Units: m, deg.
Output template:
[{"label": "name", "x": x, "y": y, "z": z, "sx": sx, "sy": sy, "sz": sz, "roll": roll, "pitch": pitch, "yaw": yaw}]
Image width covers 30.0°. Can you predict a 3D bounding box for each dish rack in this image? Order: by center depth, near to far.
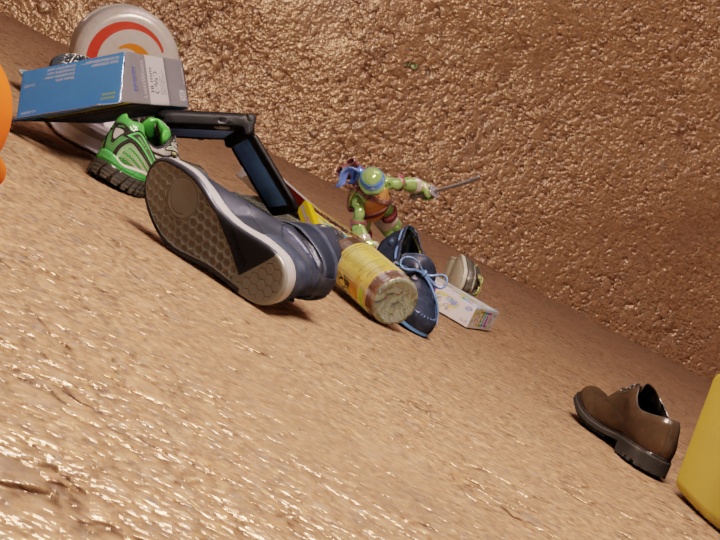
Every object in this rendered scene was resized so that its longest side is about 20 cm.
[{"label": "dish rack", "x": -0.331, "y": -0.180, "z": 1.770, "sx": 0.170, "sy": 0.044, "sz": 0.200, "roll": 25, "pitch": 6, "yaw": -29}]

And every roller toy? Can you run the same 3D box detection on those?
[{"label": "roller toy", "x": -0.407, "y": -0.363, "z": 2.313, "sx": 0.198, "sy": 0.184, "sz": 0.140, "roll": 25, "pitch": 5, "yaw": -21}]

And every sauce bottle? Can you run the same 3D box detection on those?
[{"label": "sauce bottle", "x": 0.000, "y": 0.000, "z": 1.608, "sx": 0.064, "sy": 0.065, "sz": 0.200, "roll": 24, "pitch": 9, "yaw": -31}]

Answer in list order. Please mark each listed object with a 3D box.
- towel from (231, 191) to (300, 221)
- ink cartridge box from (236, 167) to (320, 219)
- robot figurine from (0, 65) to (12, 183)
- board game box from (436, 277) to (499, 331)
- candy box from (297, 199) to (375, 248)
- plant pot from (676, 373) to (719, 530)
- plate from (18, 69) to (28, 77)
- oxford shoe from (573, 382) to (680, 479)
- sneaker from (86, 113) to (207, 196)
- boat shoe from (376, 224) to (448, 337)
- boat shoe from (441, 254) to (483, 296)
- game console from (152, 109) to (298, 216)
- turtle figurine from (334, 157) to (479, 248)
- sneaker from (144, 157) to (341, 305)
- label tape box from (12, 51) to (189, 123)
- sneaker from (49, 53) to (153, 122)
[{"label": "towel", "x": -0.102, "y": -0.048, "z": 1.794, "sx": 0.199, "sy": 0.035, "sz": 0.192, "roll": 33, "pitch": 10, "yaw": 21}, {"label": "ink cartridge box", "x": -0.096, "y": -0.090, "z": 1.902, "sx": 0.162, "sy": 0.057, "sz": 0.200, "roll": 41, "pitch": 6, "yaw": -14}, {"label": "robot figurine", "x": -0.311, "y": -0.115, "z": 0.918, "sx": 0.200, "sy": 0.115, "sz": 0.146, "roll": -11, "pitch": 82, "yaw": -81}, {"label": "board game box", "x": 0.105, "y": 0.027, "z": 2.052, "sx": 0.199, "sy": 0.035, "sz": 0.134, "roll": 31, "pitch": 6, "yaw": 21}, {"label": "candy box", "x": 0.005, "y": -0.014, "z": 1.772, "sx": 0.199, "sy": 0.026, "sz": 0.103, "roll": 34, "pitch": 17, "yaw": -24}, {"label": "plant pot", "x": 0.454, "y": 0.205, "z": 1.414, "sx": 0.198, "sy": 0.202, "sz": 0.176, "roll": 25, "pitch": -4, "yaw": -28}, {"label": "plate", "x": -0.417, "y": -0.240, "z": 1.985, "sx": 0.198, "sy": 0.026, "sz": 0.200, "roll": 29, "pitch": 5, "yaw": -3}, {"label": "oxford shoe", "x": 0.317, "y": 0.168, "z": 1.569, "sx": 0.072, "sy": 0.085, "sz": 0.200, "roll": 23, "pitch": 6, "yaw": -24}, {"label": "sneaker", "x": -0.228, "y": -0.125, "z": 1.555, "sx": 0.078, "sy": 0.086, "sz": 0.200, "roll": 30, "pitch": 5, "yaw": 22}, {"label": "boat shoe", "x": 0.059, "y": 0.003, "z": 1.684, "sx": 0.084, "sy": 0.069, "sz": 0.201, "roll": 30, "pitch": 21, "yaw": -32}, {"label": "boat shoe", "x": 0.184, "y": 0.014, "z": 2.355, "sx": 0.060, "sy": 0.073, "sz": 0.202, "roll": 22, "pitch": 2, "yaw": -5}, {"label": "game console", "x": -0.175, "y": -0.130, "z": 1.668, "sx": 0.173, "sy": 0.118, "sz": 0.200, "roll": 1, "pitch": 0, "yaw": -13}, {"label": "turtle figurine", "x": 0.047, "y": -0.063, "z": 1.917, "sx": 0.197, "sy": 0.146, "sz": 0.194, "roll": 14, "pitch": -19, "yaw": -1}, {"label": "sneaker", "x": -0.109, "y": -0.037, "z": 1.312, "sx": 0.202, "sy": 0.077, "sz": 0.146, "roll": 41, "pitch": 22, "yaw": 23}, {"label": "label tape box", "x": -0.309, "y": -0.210, "z": 1.552, "sx": 0.142, "sy": 0.064, "sz": 0.200, "roll": -6, "pitch": 3, "yaw": 22}, {"label": "sneaker", "x": -0.427, "y": -0.283, "z": 2.166, "sx": 0.199, "sy": 0.078, "sz": 0.086, "roll": 33, "pitch": -11, "yaw": -39}]
